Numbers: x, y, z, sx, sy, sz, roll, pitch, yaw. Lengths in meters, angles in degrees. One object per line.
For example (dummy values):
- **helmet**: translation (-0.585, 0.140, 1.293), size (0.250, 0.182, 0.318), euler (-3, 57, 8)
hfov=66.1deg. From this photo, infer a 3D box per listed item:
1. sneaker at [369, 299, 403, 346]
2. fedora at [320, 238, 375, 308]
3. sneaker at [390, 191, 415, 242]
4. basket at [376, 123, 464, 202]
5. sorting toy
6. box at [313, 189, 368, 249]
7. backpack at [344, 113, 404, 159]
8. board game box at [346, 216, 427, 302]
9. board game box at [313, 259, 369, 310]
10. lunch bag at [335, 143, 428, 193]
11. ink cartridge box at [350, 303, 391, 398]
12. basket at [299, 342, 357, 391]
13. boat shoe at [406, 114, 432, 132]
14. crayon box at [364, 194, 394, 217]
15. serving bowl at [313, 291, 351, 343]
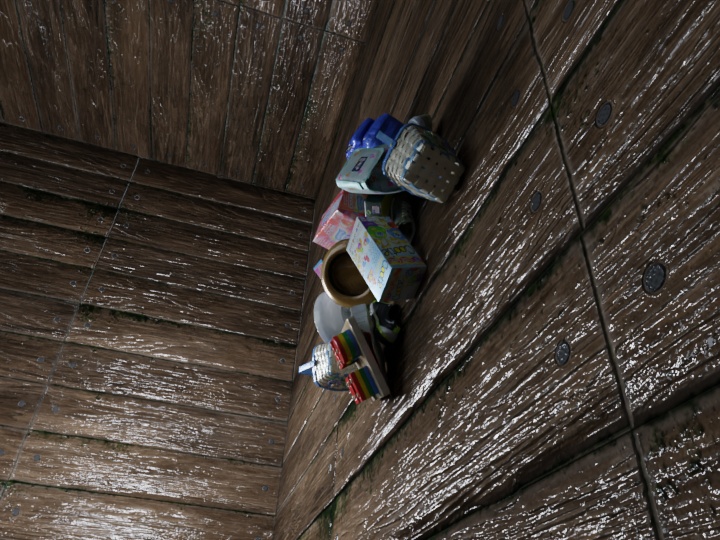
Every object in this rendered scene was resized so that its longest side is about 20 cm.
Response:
- **sneaker**: translation (0.078, 0.116, 1.428), size (0.083, 0.071, 0.201), euler (-48, 23, 19)
- **fedora**: translation (-0.012, 0.008, 1.523), size (0.081, 0.198, 0.204), euler (-3, -71, -63)
- **sneaker**: translation (0.118, -0.128, 1.452), size (0.089, 0.066, 0.204), euler (-13, 60, 60)
- **basket**: translation (0.132, -0.240, 1.224), size (0.141, 0.174, 0.200), euler (-61, 29, 10)
- **sorting toy**: translation (-0.013, 0.234, 1.375), size (0.201, 0.069, 0.200), euler (64, 168, 12)
- **box**: translation (-0.049, -0.142, 1.565), size (0.200, 0.094, 0.104), euler (-44, 23, 56)
- **backpack**: translation (0.052, -0.376, 1.694), size (0.164, 0.166, 0.200), euler (-64, 9, -24)
- **board game box**: translation (0.060, -0.031, 1.349), size (0.201, 0.101, 0.106), euler (58, 139, 41)
- **board game box**: translation (-0.047, 0.061, 1.677), size (0.040, 0.152, 0.200), euler (-49, 39, 7)
- **lunch bag**: translation (0.051, -0.250, 1.384), size (0.170, 0.198, 0.124), euler (21, 128, 58)
- **ink cartridge box**: translation (0.025, 0.203, 1.390), size (0.201, 0.056, 0.165), euler (-92, -15, -59)
- **basket**: translation (-0.076, 0.288, 1.648), size (0.200, 0.173, 0.142), euler (144, 131, -59)
- **boat shoe**: translation (0.154, -0.309, 1.444), size (0.072, 0.061, 0.202), euler (42, 145, 32)
- **crayon box**: translation (0.066, -0.178, 1.519), size (0.201, 0.050, 0.129), euler (-60, -28, -50)
- **serving bowl**: translation (-0.055, 0.151, 1.747), size (0.065, 0.199, 0.203), euler (-25, 46, 36)
